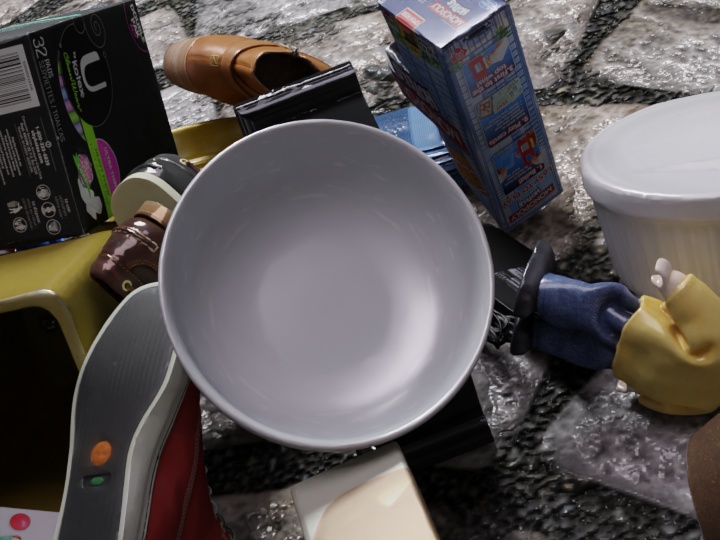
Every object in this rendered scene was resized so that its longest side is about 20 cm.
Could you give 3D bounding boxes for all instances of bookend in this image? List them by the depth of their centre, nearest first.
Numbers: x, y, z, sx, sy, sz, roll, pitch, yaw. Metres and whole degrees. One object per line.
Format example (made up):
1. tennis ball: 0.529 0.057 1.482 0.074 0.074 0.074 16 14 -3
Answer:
1. bookend: 0.000 0.000 0.937 0.091 0.200 0.201 -20 35 -1

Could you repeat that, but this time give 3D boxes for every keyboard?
1. keyboard: 0.106 0.024 1.004 0.103 0.040 0.200 -10 27 -25

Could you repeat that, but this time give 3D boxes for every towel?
1. towel: 0.048 -0.106 1.187 0.197 0.049 0.112 -16 34 11

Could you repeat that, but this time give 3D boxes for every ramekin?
1. ramekin: 0.248 -0.045 0.917 0.199 0.095 0.203 -11 22 4

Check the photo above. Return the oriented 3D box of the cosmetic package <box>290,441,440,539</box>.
1. cosmetic package: 0.028 0.198 0.740 0.070 0.106 0.201 -23 36 -2

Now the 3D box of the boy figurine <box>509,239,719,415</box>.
1. boy figurine: 0.191 0.041 0.846 0.197 0.125 0.065 14 51 16

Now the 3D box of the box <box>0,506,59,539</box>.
1. box: -0.242 0.215 0.832 0.197 0.041 0.157 8 45 -8

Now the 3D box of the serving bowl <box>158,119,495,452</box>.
1. serving bowl: -0.021 0.014 0.835 0.197 0.066 0.203 2 71 -5

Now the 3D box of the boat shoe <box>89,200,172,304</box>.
1. boat shoe: -0.119 0.047 0.946 0.070 0.201 0.071 9 51 42

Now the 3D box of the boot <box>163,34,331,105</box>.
1. boot: -0.060 -0.162 1.226 0.198 0.075 0.154 3 7 -38

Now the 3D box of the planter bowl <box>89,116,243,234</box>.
1. planter bowl: -0.147 -0.052 1.183 0.198 0.084 0.201 -14 26 7

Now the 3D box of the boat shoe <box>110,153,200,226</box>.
1. boat shoe: -0.096 0.001 1.009 0.073 0.202 0.063 -34 10 30

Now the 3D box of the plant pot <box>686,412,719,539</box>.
1. plant pot: 0.273 0.098 0.692 0.198 0.188 0.188 -23 31 25

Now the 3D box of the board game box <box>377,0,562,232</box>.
1. board game box: 0.076 -0.138 1.059 0.061 0.201 0.200 -33 36 -6

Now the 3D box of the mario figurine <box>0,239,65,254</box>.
1. mario figurine: -0.321 -0.057 1.198 0.106 0.202 0.123 -37 36 -22

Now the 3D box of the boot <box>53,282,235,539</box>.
1. boot: -0.114 0.120 0.869 0.072 0.144 0.203 -4 65 30

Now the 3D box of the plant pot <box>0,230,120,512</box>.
1. plant pot: -0.226 0.073 0.989 0.193 0.196 0.200 -11 23 18

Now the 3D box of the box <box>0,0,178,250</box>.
1. box: -0.241 -0.112 1.057 0.123 0.151 0.200 -9 15 16
